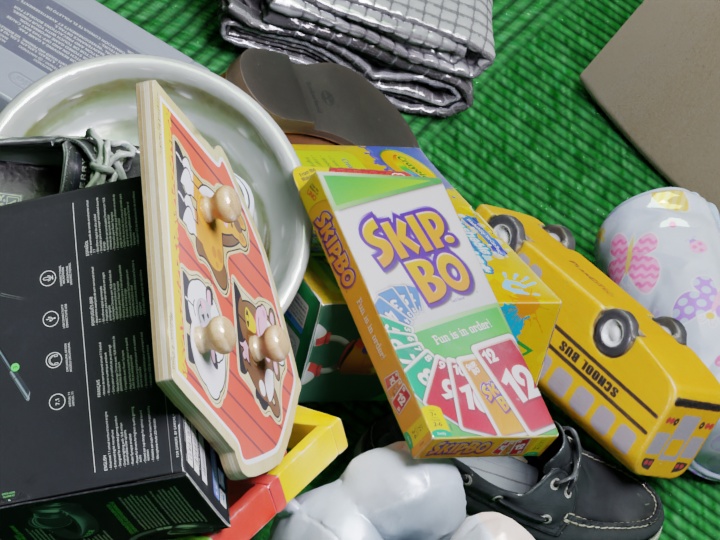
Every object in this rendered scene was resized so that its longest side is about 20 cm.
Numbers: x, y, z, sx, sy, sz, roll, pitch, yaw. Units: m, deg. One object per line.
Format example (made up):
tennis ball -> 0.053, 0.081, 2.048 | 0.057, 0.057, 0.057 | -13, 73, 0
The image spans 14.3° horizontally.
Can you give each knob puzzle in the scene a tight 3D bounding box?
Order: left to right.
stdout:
knob puzzle -> -0.063, 0.018, 1.522 | 0.030, 0.220, 0.220 | -14, 41, 14

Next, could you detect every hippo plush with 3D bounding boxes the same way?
hippo plush -> 0.023, 0.188, 1.576 | 0.200, 0.160, 0.161 | -37, 42, -4

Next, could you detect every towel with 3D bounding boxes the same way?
towel -> -0.009, -0.202, 1.985 | 0.199, 0.086, 0.166 | 18, 43, -15

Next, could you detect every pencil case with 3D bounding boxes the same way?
pencil case -> 0.217, 0.039, 1.846 | 0.083, 0.091, 0.200 | 29, 29, -41

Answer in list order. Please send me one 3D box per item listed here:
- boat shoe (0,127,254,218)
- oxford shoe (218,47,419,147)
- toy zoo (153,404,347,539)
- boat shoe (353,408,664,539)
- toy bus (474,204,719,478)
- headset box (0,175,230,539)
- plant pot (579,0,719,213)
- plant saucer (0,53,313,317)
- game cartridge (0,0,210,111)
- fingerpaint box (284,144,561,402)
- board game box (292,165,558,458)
boat shoe -> -0.154, -0.045, 1.583 | 0.198, 0.068, 0.074 | 8, 68, -9
oxford shoe -> -0.035, -0.092, 1.857 | 0.200, 0.071, 0.072 | 17, 47, -48
toy zoo -> -0.097, 0.118, 1.572 | 0.131, 0.021, 0.200 | 5, 32, 37
boat shoe -> 0.099, 0.117, 1.717 | 0.198, 0.066, 0.075 | 19, 43, -10
toy bus -> 0.138, 0.040, 1.788 | 0.065, 0.079, 0.200 | 9, 26, -51
headset box -> -0.182, 0.062, 1.506 | 0.199, 0.093, 0.175 | -12, 64, 8
plant pot -> 0.312, -0.129, 2.015 | 0.199, 0.200, 0.178 | -11, 65, -37
plant saucer -> -0.129, -0.025, 1.645 | 0.199, 0.050, 0.201 | 4, 68, -10
game cartridge -> -0.187, -0.122, 1.835 | 0.199, 0.041, 0.133 | 31, 37, 4
fingerpaint box -> 0.000, 0.000, 1.744 | 0.166, 0.074, 0.200 | -1, 30, -30
board game box -> 0.035, 0.017, 1.622 | 0.095, 0.030, 0.201 | 2, 50, -39
